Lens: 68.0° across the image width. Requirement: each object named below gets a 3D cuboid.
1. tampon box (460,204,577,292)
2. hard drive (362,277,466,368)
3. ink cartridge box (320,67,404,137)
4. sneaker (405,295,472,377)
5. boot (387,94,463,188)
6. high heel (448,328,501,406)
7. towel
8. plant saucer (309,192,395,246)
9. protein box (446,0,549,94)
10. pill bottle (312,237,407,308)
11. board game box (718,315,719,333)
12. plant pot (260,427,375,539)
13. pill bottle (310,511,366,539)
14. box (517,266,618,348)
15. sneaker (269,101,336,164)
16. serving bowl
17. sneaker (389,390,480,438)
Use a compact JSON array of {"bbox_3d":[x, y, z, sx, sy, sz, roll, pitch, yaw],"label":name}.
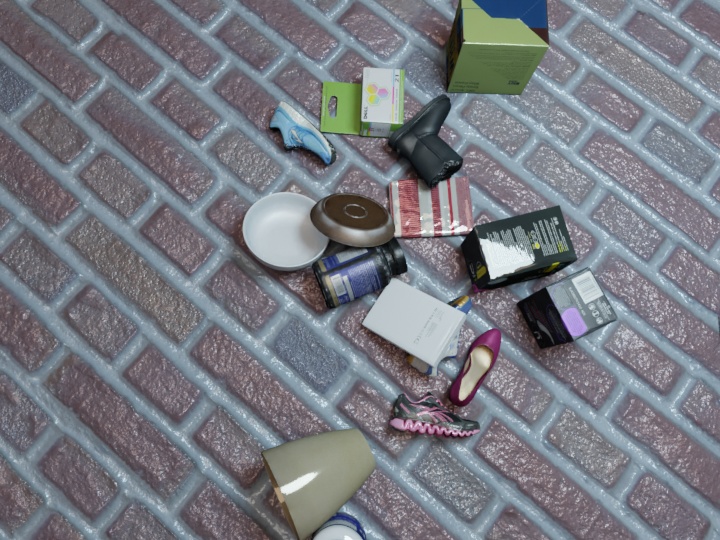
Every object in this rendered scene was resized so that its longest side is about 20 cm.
[{"bbox_3d":[0.348,-0.042,1.197,0.198,0.150,0.127,-14,77,-4],"label":"tampon box"},{"bbox_3d":[0.116,0.111,1.176,0.199,0.027,0.132,27,77,33],"label":"hard drive"},{"bbox_3d":[0.004,-0.413,1.309,0.198,0.076,0.149,3,77,-3],"label":"ink cartridge box"},{"bbox_3d":[0.193,0.149,1.201,0.088,0.075,0.200,42,86,-5],"label":"sneaker"},{"bbox_3d":[0.188,-0.307,1.278,0.200,0.077,0.168,-41,74,-12],"label":"boot"},{"bbox_3d":[0.261,0.210,1.167,0.067,0.096,0.201,30,79,5],"label":"high heel"},{"bbox_3d":[0.170,-0.151,1.284,0.198,0.023,0.146,-3,78,-1],"label":"towel"},{"bbox_3d":[-0.014,-0.124,1.207,0.198,0.032,0.201,10,37,-7],"label":"plant saucer"},{"bbox_3d":[0.319,-0.538,1.280,0.196,0.200,0.136,2,77,-1],"label":"protein box"},{"bbox_3d":[0.000,0.000,1.201,0.198,0.112,0.113,-21,79,-6],"label":"pill bottle"},{"bbox_3d":[0.933,0.140,1.162,0.198,0.160,0.098,2,77,0],"label":"board game box"},{"bbox_3d":[-0.075,0.411,1.088,0.199,0.187,0.189,-23,78,-20],"label":"plant pot"},{"bbox_3d":[-0.044,0.551,1.033,0.118,0.200,0.121,0,78,-1],"label":"pill bottle"},{"bbox_3d":[0.435,0.086,1.144,0.105,0.200,0.123,-24,79,-6],"label":"box"},{"bbox_3d":[-0.141,-0.318,1.301,0.200,0.078,0.090,42,98,12],"label":"sneaker"},{"bbox_3d":[-0.170,-0.080,1.228,0.198,0.066,0.202,5,60,-8],"label":"serving bowl"},{"bbox_3d":[0.165,0.312,1.161,0.198,0.079,0.096,8,66,0],"label":"sneaker"}]
